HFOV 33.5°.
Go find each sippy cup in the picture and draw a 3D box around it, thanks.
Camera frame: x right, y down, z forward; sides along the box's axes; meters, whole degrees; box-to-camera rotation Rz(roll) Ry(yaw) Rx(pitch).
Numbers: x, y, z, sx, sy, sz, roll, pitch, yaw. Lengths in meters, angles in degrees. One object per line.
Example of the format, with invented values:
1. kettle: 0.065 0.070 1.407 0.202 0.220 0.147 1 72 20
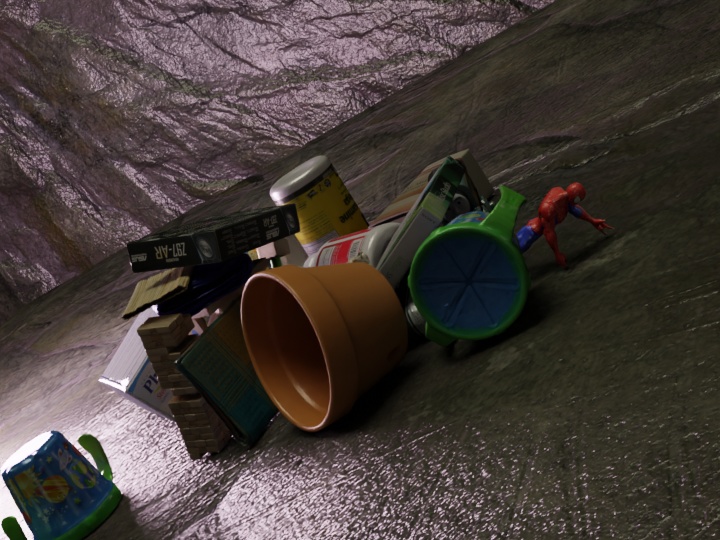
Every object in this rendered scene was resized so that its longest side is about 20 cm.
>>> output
1. sippy cup: 0.133 -0.006 1.400 0.177 0.140 0.130 -25 13 20
2. sippy cup: -0.420 0.297 1.644 0.139 0.131 0.178 -34 14 -2

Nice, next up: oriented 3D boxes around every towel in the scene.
1. towel: -0.229 0.021 1.690 0.147 0.050 0.200 -29 12 -12
2. towel: -0.153 0.127 1.599 0.022 0.147 0.200 -35 9 33

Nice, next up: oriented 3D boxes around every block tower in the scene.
1. block tower: -0.226 0.151 1.585 0.057 0.202 0.054 -7 24 26

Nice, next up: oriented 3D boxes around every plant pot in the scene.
1. plant pot: -0.036 0.076 1.454 0.139 0.202 0.200 -22 7 -30

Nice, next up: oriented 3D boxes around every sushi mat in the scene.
1. sushi mat: -0.273 0.021 1.633 0.095 0.012 0.200 -28 13 2

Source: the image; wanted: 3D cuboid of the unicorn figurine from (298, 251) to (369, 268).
1. unicorn figurine: -0.041 0.035 1.610 0.136 0.200 0.074 -16 57 4

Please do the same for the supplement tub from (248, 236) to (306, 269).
1. supplement tub: -0.201 0.015 2.087 0.199 0.145 0.145 -30 14 12

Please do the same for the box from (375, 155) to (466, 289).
1. box: 0.073 -0.056 1.559 0.145 0.036 0.200 -56 3 27

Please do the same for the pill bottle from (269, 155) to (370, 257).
1. pill bottle: -0.051 -0.076 1.947 0.112 0.201 0.113 -30 14 9

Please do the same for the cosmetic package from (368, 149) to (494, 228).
1. cosmetic package: 0.114 -0.098 1.890 0.103 0.088 0.200 -21 18 42

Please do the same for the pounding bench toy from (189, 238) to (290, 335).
1. pounding bench toy: -0.144 0.066 1.760 0.200 0.157 0.124 -43 17 -32

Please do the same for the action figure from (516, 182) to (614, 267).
1. action figure: 0.229 -0.029 1.475 0.200 0.099 0.065 -51 1 43

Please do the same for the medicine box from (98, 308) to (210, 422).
1. medicine box: -0.309 0.131 1.906 0.183 0.103 0.200 -60 22 -13

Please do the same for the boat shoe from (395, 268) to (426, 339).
1. boat shoe: 0.068 0.030 1.586 0.071 0.072 0.200 -27 16 19

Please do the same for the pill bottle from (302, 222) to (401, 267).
1. pill bottle: 0.000 0.000 1.759 0.112 0.113 0.199 -42 16 -33

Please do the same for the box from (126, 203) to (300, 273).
1. box: -0.203 -0.047 1.680 0.159 0.044 0.200 -7 10 31

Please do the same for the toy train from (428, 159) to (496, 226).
1. toy train: 0.145 -0.089 1.734 0.085 0.114 0.200 -30 14 12
